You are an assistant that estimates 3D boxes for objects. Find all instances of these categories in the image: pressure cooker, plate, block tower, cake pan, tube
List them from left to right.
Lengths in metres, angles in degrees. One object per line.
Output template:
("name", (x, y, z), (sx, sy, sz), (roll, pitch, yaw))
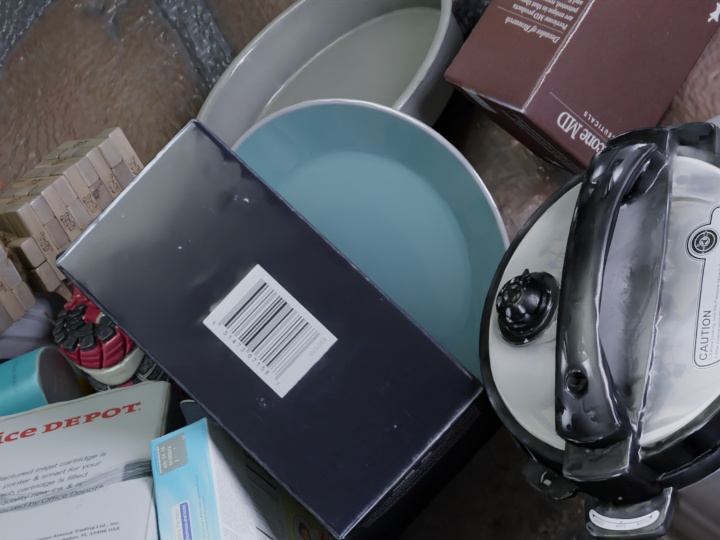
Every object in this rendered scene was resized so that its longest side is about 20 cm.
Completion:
("tube", (-0.256, 0.102, 1.379), (0.200, 0.050, 0.077), (-23, 40, 17))
("block tower", (-0.213, -0.007, 1.429), (0.200, 0.054, 0.058), (-42, 24, -29))
("cake pan", (-0.018, -0.104, 1.430), (0.200, 0.037, 0.200), (-30, 34, 22))
("plate", (0.000, 0.000, 1.329), (0.200, 0.026, 0.200), (8, 107, 26))
("pressure cooker", (0.154, 0.041, 1.117), (0.179, 0.200, 0.176), (-45, 44, 9))

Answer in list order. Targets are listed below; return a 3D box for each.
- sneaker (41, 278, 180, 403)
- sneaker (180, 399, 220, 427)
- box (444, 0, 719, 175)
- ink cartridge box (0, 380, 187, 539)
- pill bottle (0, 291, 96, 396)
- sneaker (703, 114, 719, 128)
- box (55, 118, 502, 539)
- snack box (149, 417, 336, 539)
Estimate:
("sneaker", (-0.139, 0.024, 1.443), (0.081, 0.075, 0.200), (-23, 25, 15))
("sneaker", (-0.105, 0.162, 1.359), (0.202, 0.077, 0.146), (-41, 32, 32))
("box", (0.145, -0.157, 1.312), (0.075, 0.100, 0.200), (32, 88, 46))
("ink cartridge box", (-0.157, 0.152, 1.186), (0.147, 0.083, 0.200), (-14, 28, 9))
("pill bottle", (-0.214, 0.111, 1.449), (0.112, 0.112, 0.200), (-25, 52, 28))
("sneaker", (0.268, -0.102, 1.200), (0.200, 0.078, 0.140), (2, 65, 31))
("box", (-0.035, 0.039, 1.226), (0.200, 0.182, 0.104), (43, 87, 10))
("snack box", (-0.034, 0.168, 1.198), (0.037, 0.200, 0.116), (-25, 51, 18))
